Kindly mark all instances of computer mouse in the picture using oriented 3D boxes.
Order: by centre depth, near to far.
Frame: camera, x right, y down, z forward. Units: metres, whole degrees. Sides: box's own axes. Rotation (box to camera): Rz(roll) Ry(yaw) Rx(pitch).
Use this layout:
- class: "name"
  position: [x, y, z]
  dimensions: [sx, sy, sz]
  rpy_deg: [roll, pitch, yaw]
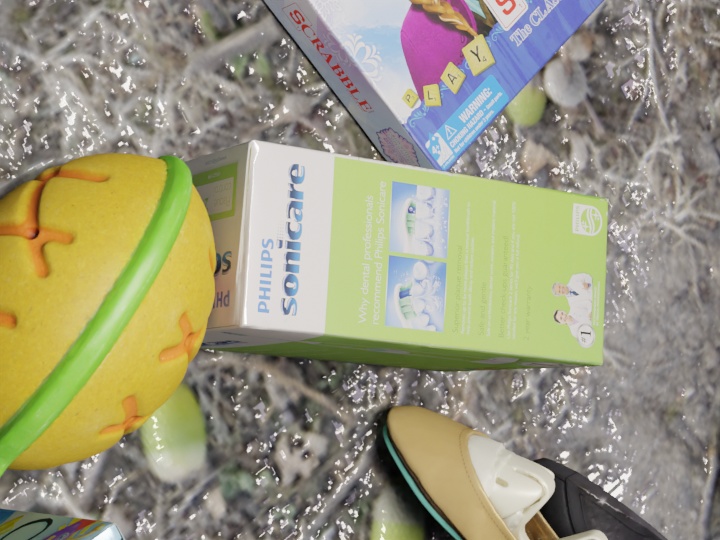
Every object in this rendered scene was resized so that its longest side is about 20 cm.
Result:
- class: "computer mouse"
  position: [0.174, 0.179, 0.930]
  dimensions: [0.199, 0.140, 0.046]
  rpy_deg: [38, 82, -22]

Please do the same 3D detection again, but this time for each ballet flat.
- class: "ballet flat"
  position: [0.093, 0.140, 0.897]
  dimensions: [0.201, 0.063, 0.069]
  rpy_deg: [53, 22, 3]

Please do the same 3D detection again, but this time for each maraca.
- class: "maraca"
  position: [-0.134, 0.035, 0.725]
  dimensions: [0.107, 0.137, 0.201]
  rpy_deg: [36, 90, -16]

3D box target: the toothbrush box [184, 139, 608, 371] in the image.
- class: "toothbrush box"
  position: [0.000, 0.000, 0.835]
  dimensions: [0.198, 0.145, 0.087]
  rpy_deg: [6, 83, -29]

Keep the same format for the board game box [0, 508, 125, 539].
- class: "board game box"
  position: [-0.154, 0.169, 0.697]
  dimensions: [0.103, 0.199, 0.106]
  rpy_deg: [-32, 101, -29]

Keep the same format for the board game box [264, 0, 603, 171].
- class: "board game box"
  position: [0.035, -0.187, 0.933]
  dimensions: [0.200, 0.041, 0.200]
  rpy_deg: [50, 64, -17]
